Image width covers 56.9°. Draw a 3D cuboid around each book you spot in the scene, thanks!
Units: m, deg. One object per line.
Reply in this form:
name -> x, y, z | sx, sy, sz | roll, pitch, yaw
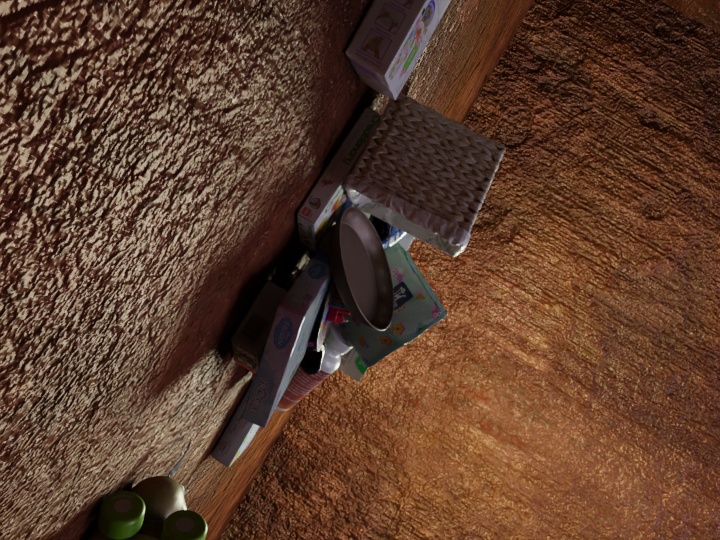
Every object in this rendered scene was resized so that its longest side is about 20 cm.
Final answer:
book -> -0.060, 0.137, 1.395 | 0.048, 0.198, 0.134 | -54, 173, -47

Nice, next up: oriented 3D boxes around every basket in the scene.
basket -> 0.099, -0.137, 1.009 | 0.162, 0.198, 0.198 | -62, 175, -1

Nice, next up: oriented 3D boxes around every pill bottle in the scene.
pill bottle -> -0.111, 0.178, 1.317 | 0.199, 0.113, 0.112 | -40, 180, 16

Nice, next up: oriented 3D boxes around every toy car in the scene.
toy car -> -0.266, 0.341, 0.909 | 0.201, 0.156, 0.166 | -76, -177, -66

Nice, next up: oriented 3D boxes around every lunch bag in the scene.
lunch bag -> 0.050, 0.061, 1.250 | 0.199, 0.171, 0.122 | -36, 177, 40

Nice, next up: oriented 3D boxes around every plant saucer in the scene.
plant saucer -> 0.000, 0.000, 1.062 | 0.034, 0.203, 0.200 | -15, -167, 20

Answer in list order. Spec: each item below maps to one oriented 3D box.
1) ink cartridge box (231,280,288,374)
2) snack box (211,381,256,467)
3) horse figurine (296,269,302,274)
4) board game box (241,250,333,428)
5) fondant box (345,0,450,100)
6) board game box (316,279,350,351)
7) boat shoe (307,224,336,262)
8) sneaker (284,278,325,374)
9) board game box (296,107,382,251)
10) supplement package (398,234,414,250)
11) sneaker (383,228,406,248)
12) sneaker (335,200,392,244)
ink cartridge box -> -0.159, 0.105, 1.077 | 0.110, 0.050, 0.200 | -60, 176, -23
snack box -> -0.243, 0.319, 1.475 | 0.202, 0.053, 0.142 | -60, 174, 7
horse figurine -> -0.122, 0.070, 1.260 | 0.202, 0.049, 0.132 | -62, 169, 5
board game box -> -0.103, 0.097, 0.999 | 0.199, 0.043, 0.202 | -65, 176, -64
fondant box -> 0.063, -0.317, 0.789 | 0.202, 0.058, 0.144 | -61, 175, 7
board game box -> -0.026, 0.047, 1.125 | 0.159, 0.038, 0.201 | 102, 7, -48
boat shoe -> -0.062, -0.037, 1.168 | 0.200, 0.064, 0.073 | 98, -11, -81
sneaker -> -0.089, 0.099, 1.170 | 0.084, 0.076, 0.202 | -118, -162, -53
board game box -> -0.031, -0.137, 1.022 | 0.201, 0.034, 0.126 | -59, 174, -15
supplement package -> 0.068, -0.137, 1.378 | 0.202, 0.116, 0.118 | -61, -162, 19
sneaker -> 0.040, -0.064, 1.299 | 0.199, 0.076, 0.077 | -38, -156, 10
sneaker -> 0.009, -0.093, 1.222 | 0.081, 0.114, 0.199 | -58, 176, 11
